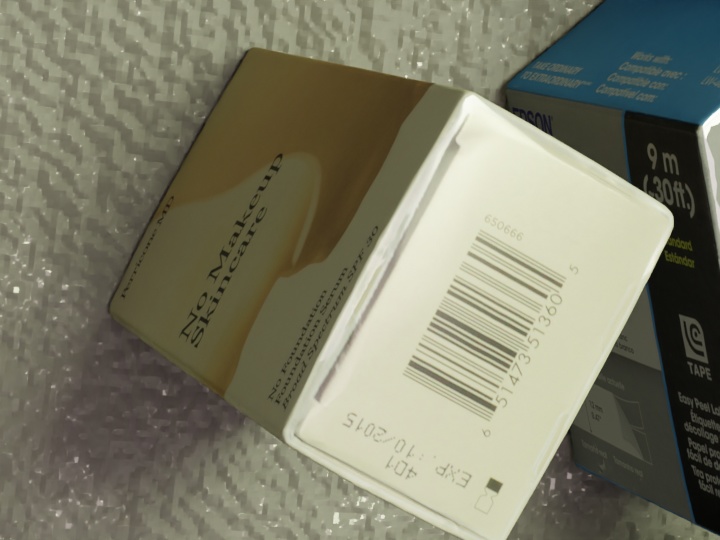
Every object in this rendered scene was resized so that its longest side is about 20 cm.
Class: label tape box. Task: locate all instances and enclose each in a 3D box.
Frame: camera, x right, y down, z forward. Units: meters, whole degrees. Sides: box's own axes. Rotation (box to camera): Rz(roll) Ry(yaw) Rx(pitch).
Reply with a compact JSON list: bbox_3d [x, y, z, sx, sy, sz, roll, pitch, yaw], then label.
[{"bbox_3d":[0.103,-0.025,0.796,0.066,0.143,0.202,-18,104,-17],"label":"label tape box"}]

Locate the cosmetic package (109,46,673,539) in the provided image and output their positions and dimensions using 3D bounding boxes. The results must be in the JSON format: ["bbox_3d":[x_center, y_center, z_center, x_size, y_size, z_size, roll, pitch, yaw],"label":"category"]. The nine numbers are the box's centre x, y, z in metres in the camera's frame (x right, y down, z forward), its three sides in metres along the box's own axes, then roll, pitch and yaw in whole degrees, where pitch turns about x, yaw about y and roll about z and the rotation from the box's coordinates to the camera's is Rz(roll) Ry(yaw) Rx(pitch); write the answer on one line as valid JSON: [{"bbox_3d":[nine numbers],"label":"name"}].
[{"bbox_3d":[0.000,0.000,0.733,0.071,0.200,0.106,29,87,-20],"label":"cosmetic package"}]
